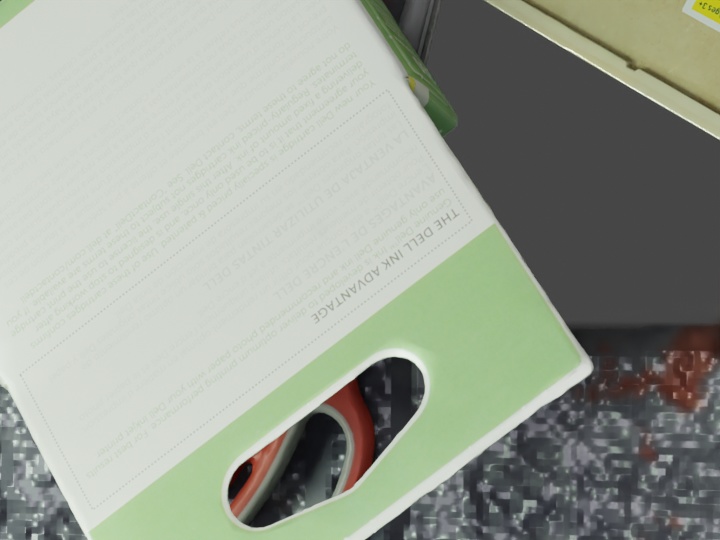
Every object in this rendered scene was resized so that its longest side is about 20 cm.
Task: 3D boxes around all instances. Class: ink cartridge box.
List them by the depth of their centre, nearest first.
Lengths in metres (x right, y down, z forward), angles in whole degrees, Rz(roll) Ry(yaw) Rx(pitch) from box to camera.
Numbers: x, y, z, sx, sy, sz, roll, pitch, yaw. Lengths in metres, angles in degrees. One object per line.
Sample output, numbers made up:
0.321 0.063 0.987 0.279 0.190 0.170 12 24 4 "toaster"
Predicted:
-0.036 -0.006 0.829 0.145 0.048 0.201 -37 66 10 "ink cartridge box"

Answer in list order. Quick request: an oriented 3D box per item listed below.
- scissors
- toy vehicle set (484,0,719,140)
0.000 0.000 0.868 0.073 0.014 0.201 34 96 13 "scissors"
0.130 -0.087 0.806 0.199 0.026 0.125 33 98 25 "toy vehicle set"
